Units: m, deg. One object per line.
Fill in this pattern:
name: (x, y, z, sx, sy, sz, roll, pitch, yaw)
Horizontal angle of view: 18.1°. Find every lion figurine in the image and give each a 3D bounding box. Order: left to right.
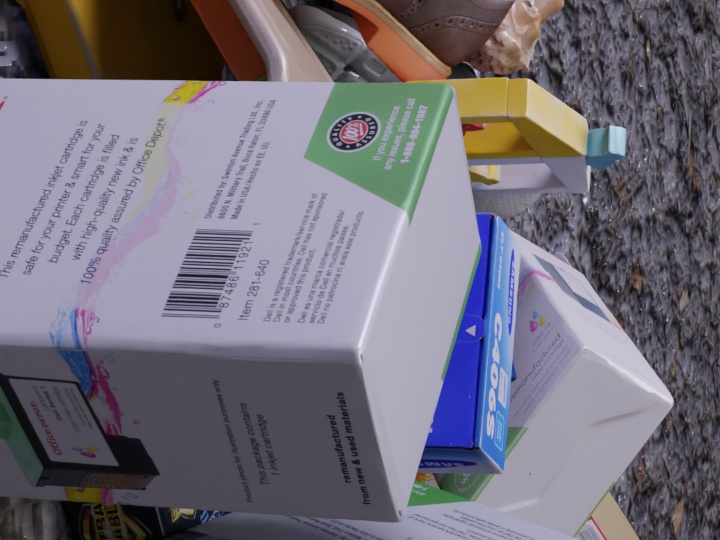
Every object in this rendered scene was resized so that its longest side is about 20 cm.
lion figurine: (0.025, -0.195, 1.210, 0.200, 0.072, 0.123, 37, 38, -24)

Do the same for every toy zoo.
toy zoo: (0.033, -0.063, 1.110, 0.131, 0.198, 0.021, 36, 55, -66)

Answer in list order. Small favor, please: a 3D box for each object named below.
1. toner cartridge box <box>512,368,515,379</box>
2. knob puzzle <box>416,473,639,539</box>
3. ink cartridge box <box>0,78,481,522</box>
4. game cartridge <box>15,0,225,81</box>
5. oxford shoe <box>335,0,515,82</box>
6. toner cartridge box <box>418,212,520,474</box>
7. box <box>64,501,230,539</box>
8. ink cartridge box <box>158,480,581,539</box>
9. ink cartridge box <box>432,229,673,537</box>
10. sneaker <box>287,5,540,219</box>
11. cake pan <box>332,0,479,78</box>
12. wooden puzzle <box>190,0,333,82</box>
toner cartridge box: (0.000, 0.000, 1.084, 0.200, 0.043, 0.096, 21, 49, -55)
knob puzzle: (0.064, 0.127, 1.328, 0.218, 0.030, 0.221, 23, 44, -24)
ink cartridge box: (-0.070, 0.006, 0.809, 0.145, 0.198, 0.084, -70, 156, -45)
game cartridge: (-0.105, -0.153, 0.977, 0.177, 0.032, 0.201, -71, 151, -45)
oxford shoe: (0.002, -0.159, 1.022, 0.200, 0.073, 0.072, 39, 19, -51)
toner cartridge box: (-0.040, 0.029, 0.894, 0.043, 0.198, 0.096, 46, 47, -65)
box: (-0.065, 0.113, 1.052, 0.200, 0.046, 0.160, -60, 143, -57)
ink cartridge box: (-0.023, 0.157, 0.908, 0.199, 0.146, 0.084, -16, 111, -38)
ink cartridge box: (0.082, 0.057, 1.225, 0.117, 0.067, 0.200, -55, -156, 13)
sneaker: (0.018, -0.097, 1.227, 0.200, 0.077, 0.082, 33, 37, -39)
cake pan: (0.028, -0.148, 1.350, 0.200, 0.036, 0.202, -1, 90, -71)
wooden puzzle: (-0.043, -0.102, 0.963, 0.201, 0.037, 0.185, 65, 8, 29)
